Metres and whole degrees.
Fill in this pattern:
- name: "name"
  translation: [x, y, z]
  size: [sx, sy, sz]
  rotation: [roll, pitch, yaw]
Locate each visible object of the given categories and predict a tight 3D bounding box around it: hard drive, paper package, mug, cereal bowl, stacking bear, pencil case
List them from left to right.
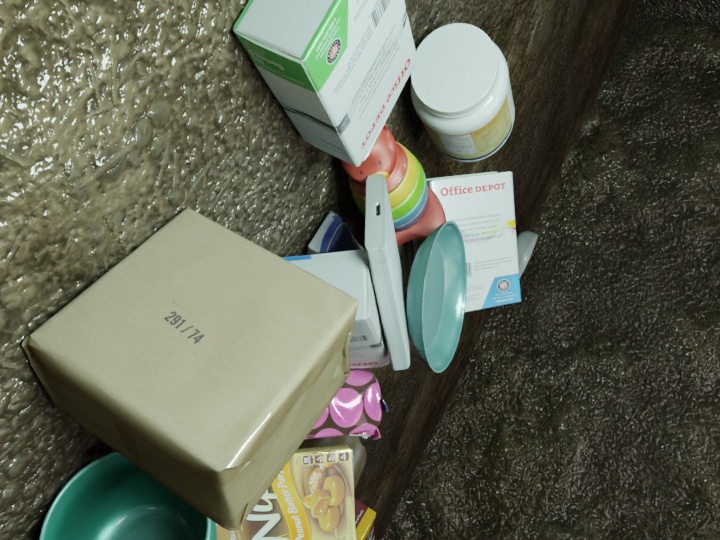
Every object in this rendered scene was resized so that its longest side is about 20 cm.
- name: "mug"
  translation: [-0.228, 0.262, 0.613]
  size: [0.116, 0.179, 0.155]
  rotation: [99, 2, -55]
- name: "paper package"
  translation: [-0.127, 0.069, 0.530]
  size: [0.191, 0.196, 0.105]
  rotation: [-49, 157, -37]
- name: "pencil case"
  translation: [-0.066, 0.184, 0.846]
  size: [0.091, 0.194, 0.097]
  rotation: [144, -58, -68]
- name: "stacking bear"
  translation: [0.031, -0.122, 0.853]
  size: [0.200, 0.118, 0.117]
  rotation: [49, 28, -59]
- name: "hard drive"
  translation: [0.035, 0.005, 0.787]
  size: [0.134, 0.026, 0.204]
  rotation: [-89, 169, -47]
- name: "cereal bowl"
  translation: [0.615, -0.065, 2.497]
  size: [0.201, 0.082, 0.203]
  rotation: [-53, 158, -31]

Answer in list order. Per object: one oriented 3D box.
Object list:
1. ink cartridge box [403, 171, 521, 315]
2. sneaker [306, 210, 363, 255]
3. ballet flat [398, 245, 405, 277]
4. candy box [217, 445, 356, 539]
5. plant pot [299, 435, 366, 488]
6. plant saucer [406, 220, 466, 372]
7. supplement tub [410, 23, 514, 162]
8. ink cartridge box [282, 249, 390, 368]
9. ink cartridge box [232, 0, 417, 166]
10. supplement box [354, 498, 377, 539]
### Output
- name: "ink cartridge box"
  translation: [0.157, -0.049, 1.033]
  size: [0.146, 0.142, 0.207]
  rotation: [-164, -113, -72]
- name: "sneaker"
  translation: [0.000, 0.000, 0.905]
  size: [0.082, 0.113, 0.200]
  rotation: [-58, 160, -17]
- name: "ballet flat"
  translation: [0.036, -0.043, 1.049]
  size: [0.072, 0.070, 0.203]
  rotation: [-50, 154, -33]
- name: "candy box"
  translation: [-0.105, 0.296, 0.825]
  size: [0.055, 0.193, 0.119]
  rotation: [138, -51, -76]
- name: "plant pot"
  translation: [-0.092, 0.335, 0.991]
  size: [0.199, 0.195, 0.205]
  rotation: [-52, 159, -50]
- name: "plant saucer"
  translation: [0.103, 0.035, 0.876]
  size: [0.199, 0.035, 0.207]
  rotation: [-19, 110, -63]
- name: "supplement tub"
  translation: [0.152, -0.258, 0.944]
  size: [0.148, 0.142, 0.200]
  rotation: [-63, 161, 0]
- name: "ink cartridge box"
  translation: [-0.044, 0.058, 0.793]
  size: [0.201, 0.141, 0.089]
  rotation: [65, 21, -67]
- name: "ink cartridge box"
  translation: [-0.022, -0.217, 0.622]
  size: [0.149, 0.082, 0.200]
  rotation: [-61, 161, -9]
- name: "supplement box"
  translation: [-0.081, 0.471, 1.150]
  size: [0.134, 0.194, 0.202]
  rotation: [-52, 157, -29]
